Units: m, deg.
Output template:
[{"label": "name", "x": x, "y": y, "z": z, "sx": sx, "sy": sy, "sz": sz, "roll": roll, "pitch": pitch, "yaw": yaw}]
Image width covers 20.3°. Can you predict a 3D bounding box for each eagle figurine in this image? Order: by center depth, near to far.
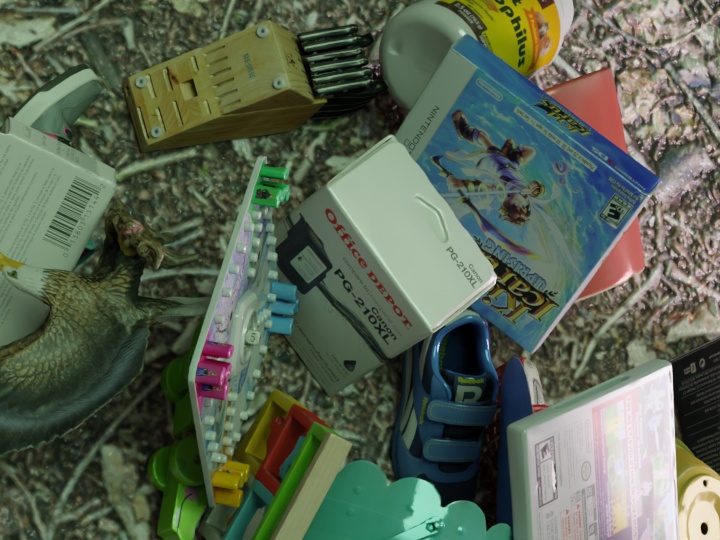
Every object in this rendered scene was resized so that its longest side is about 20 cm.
[{"label": "eagle figurine", "x": -0.214, "y": 0.045, "z": 1.464, "sx": 0.150, "sy": 0.152, "sz": 0.201, "roll": 32, "pitch": 92, "yaw": 28}]

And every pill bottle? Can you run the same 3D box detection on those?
[{"label": "pill bottle", "x": 0.111, "y": -0.211, "z": 1.808, "sx": 0.110, "sy": 0.109, "sz": 0.200, "roll": 55, "pitch": 42, "yaw": 0}]

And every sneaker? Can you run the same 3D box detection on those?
[{"label": "sneaker", "x": -0.248, "y": -0.064, "z": 1.601, "sx": 0.121, "sy": 0.084, "sz": 0.200, "roll": 42, "pitch": 67, "yaw": -2}, {"label": "sneaker", "x": 0.074, "y": 0.122, "z": 1.694, "sx": 0.073, "sy": 0.082, "sz": 0.202, "roll": 1, "pitch": 86, "yaw": -26}, {"label": "sneaker", "x": 0.149, "y": 0.175, "z": 1.734, "sx": 0.082, "sy": 0.078, "sz": 0.202, "roll": -2, "pitch": 81, "yaw": -35}]

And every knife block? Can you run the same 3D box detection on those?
[{"label": "knife block", "x": -0.082, "y": -0.153, "z": 1.742, "sx": 0.199, "sy": 0.175, "sz": 0.064, "roll": -20, "pitch": 77, "yaw": 15}]

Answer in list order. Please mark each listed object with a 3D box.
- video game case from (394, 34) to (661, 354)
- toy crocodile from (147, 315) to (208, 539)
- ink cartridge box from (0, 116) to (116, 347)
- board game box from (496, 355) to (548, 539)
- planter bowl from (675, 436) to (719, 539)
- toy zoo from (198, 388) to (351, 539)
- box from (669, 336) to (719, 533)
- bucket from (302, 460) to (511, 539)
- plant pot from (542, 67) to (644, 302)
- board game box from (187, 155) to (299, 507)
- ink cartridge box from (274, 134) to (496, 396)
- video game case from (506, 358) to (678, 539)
[{"label": "video game case", "x": 0.114, "y": -0.060, "z": 1.646, "sx": 0.200, "sy": 0.182, "sz": 0.045, "roll": 37, "pitch": 33, "yaw": 7}, {"label": "toy crocodile", "x": -0.126, "y": 0.123, "z": 1.608, "sx": 0.061, "sy": 0.067, "sz": 0.201, "roll": 17, "pitch": 65, "yaw": -22}, {"label": "ink cartridge box", "x": -0.304, "y": -0.024, "z": 1.511, "sx": 0.175, "sy": 0.045, "sz": 0.201, "roll": 26, "pitch": 106, "yaw": -18}, {"label": "board game box", "x": 0.142, "y": 0.169, "z": 1.621, "sx": 0.039, "sy": 0.158, "sz": 0.202, "roll": 0, "pitch": 103, "yaw": -5}, {"label": "planter bowl", "x": 0.266, "y": 0.222, "z": 1.726, "sx": 0.200, "sy": 0.083, "sz": 0.202, "roll": 8, "pitch": 79, "yaw": -45}, {"label": "toy zoo", "x": -0.073, "y": 0.165, "z": 1.554, "sx": 0.020, "sy": 0.200, "sz": 0.132, "roll": 29, "pitch": 90, "yaw": -19}, {"label": "box", "x": 0.386, "y": 0.161, "z": 1.832, "sx": 0.147, "sy": 0.107, "sz": 0.201, "roll": -1, "pitch": 72, "yaw": -27}, {"label": "bucket", "x": 0.013, "y": 0.242, "z": 1.563, "sx": 0.206, "sy": 0.207, "sz": 0.136, "roll": 28, "pitch": 70, "yaw": -16}, {"label": "plant pot", "x": 0.153, "y": -0.061, "z": 1.755, "sx": 0.200, "sy": 0.200, "sz": 0.178, "roll": -23, "pitch": 94, "yaw": -31}, {"label": "board game box", "x": -0.084, "y": 0.050, "z": 1.524, "sx": 0.026, "sy": 0.201, "sz": 0.201, "roll": 11, "pitch": 57, "yaw": 8}, {"label": "ink cartridge box", "x": 0.000, "y": 0.000, "z": 1.638, "sx": 0.084, "sy": 0.200, "sz": 0.145, "roll": -37, "pitch": 91, "yaw": -32}, {"label": "video game case", "x": 0.186, "y": 0.189, "z": 1.580, "sx": 0.182, "sy": 0.023, "sz": 0.202, "roll": -19, "pitch": 111, "yaw": -41}]
